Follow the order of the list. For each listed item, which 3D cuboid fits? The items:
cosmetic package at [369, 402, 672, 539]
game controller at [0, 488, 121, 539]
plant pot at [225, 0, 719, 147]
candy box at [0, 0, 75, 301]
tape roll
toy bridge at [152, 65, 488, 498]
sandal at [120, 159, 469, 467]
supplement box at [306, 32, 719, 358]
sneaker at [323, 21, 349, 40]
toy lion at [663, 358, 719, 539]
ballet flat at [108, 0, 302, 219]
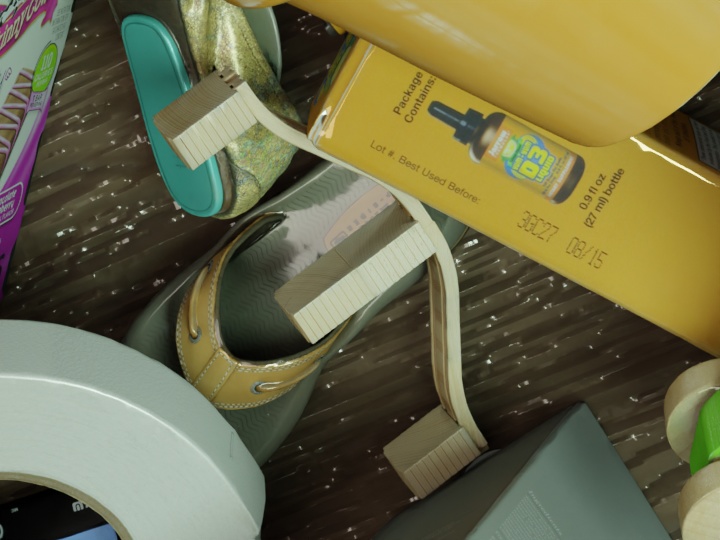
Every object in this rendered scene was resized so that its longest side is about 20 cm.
[{"bbox_3d":[0.043,0.131,1.128,0.107,0.200,0.090,-33,89,23],"label":"cosmetic package"},{"bbox_3d":[-0.140,0.150,1.272,0.199,0.042,0.105,-19,95,19],"label":"game controller"},{"bbox_3d":[0.045,-0.144,1.007,0.183,0.201,0.200,37,112,-22],"label":"plant pot"},{"bbox_3d":[-0.169,-0.073,1.184,0.061,0.136,0.201,18,107,11],"label":"candy box"},{"bbox_3d":[-0.136,0.108,1.172,0.201,0.037,0.204,0,126,0],"label":"tape roll"},{"bbox_3d":[0.000,0.000,1.157,0.067,0.027,0.200,-37,119,-4],"label":"toy bridge"},{"bbox_3d":[-0.033,0.019,1.196,0.200,0.055,0.082,-41,89,15],"label":"sandal"},{"bbox_3d":[0.081,-0.039,1.121,0.199,0.069,0.067,27,110,-10],"label":"supplement box"},{"bbox_3d":[-0.021,-0.182,1.155,0.082,0.078,0.200,-35,97,13],"label":"sneaker"},{"bbox_3d":[0.211,0.037,1.042,0.190,0.069,0.201,3,132,-6],"label":"toy lion"},{"bbox_3d":[-0.070,-0.116,1.161,0.070,0.071,0.201,-8,119,19],"label":"ballet flat"}]
